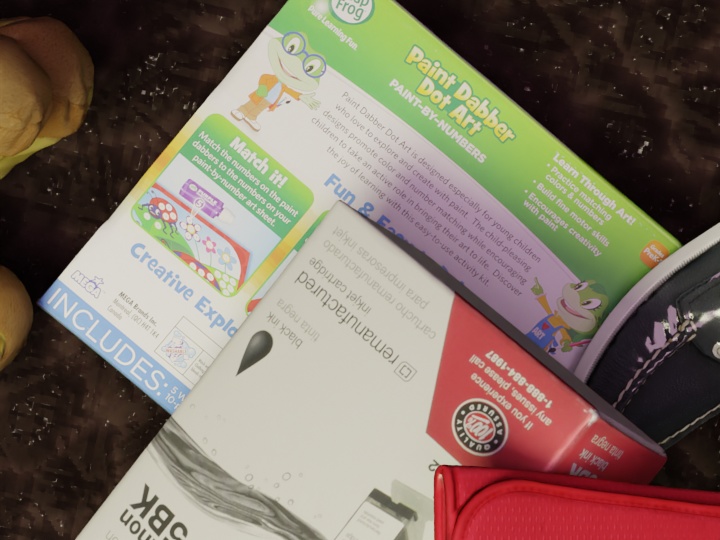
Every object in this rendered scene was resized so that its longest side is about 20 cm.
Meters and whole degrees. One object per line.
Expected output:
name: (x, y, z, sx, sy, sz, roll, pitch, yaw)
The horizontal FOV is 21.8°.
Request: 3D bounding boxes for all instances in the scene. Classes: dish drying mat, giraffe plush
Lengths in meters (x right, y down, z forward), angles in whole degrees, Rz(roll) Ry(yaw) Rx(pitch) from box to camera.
dish drying mat: (0.118, 0.113, 0.652, 0.200, 0.018, 0.077, 9, 71, -22)
giraffe plush: (-0.197, -0.007, 0.761, 0.200, 0.173, 0.162, -9, 102, 10)

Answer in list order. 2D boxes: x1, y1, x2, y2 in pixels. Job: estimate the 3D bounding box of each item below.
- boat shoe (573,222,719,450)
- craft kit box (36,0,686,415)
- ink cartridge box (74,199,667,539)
boat shoe: (0.168, 0.014, 0.778, 0.200, 0.060, 0.076, -47, 137, 4)
craft kit box: (0.000, 0.000, 0.806, 0.200, 0.049, 0.198, 41, 97, -2)
ink cartridge box: (-0.006, 0.099, 0.722, 0.147, 0.083, 0.200, 40, 95, 32)
